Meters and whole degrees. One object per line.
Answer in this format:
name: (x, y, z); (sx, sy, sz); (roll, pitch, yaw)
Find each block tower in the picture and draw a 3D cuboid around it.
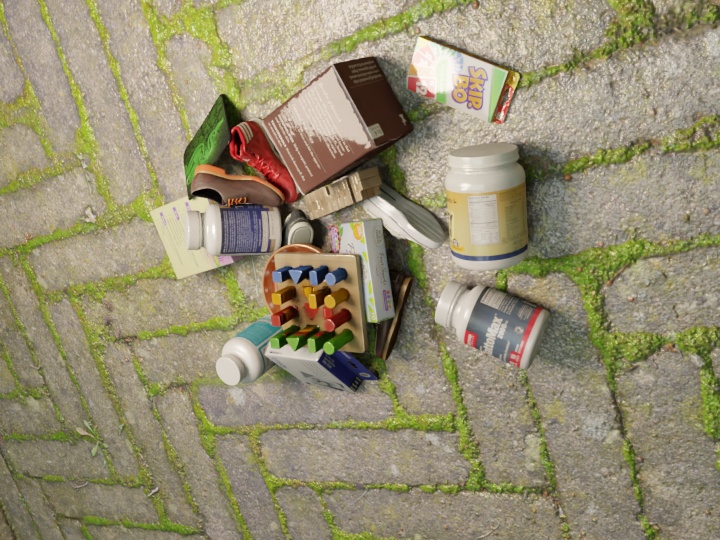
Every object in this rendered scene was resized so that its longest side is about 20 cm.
block tower: (-0.039, -0.152, 1.365); (0.199, 0.057, 0.055); (-16, 93, 53)

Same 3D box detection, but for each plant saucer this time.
plant saucer: (-0.119, 0.041, 1.440); (0.197, 0.032, 0.204); (7, 106, 24)

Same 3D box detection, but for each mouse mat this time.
mouse mat: (-0.344, -0.273, 1.497); (0.200, 0.007, 0.163); (-47, 44, 33)

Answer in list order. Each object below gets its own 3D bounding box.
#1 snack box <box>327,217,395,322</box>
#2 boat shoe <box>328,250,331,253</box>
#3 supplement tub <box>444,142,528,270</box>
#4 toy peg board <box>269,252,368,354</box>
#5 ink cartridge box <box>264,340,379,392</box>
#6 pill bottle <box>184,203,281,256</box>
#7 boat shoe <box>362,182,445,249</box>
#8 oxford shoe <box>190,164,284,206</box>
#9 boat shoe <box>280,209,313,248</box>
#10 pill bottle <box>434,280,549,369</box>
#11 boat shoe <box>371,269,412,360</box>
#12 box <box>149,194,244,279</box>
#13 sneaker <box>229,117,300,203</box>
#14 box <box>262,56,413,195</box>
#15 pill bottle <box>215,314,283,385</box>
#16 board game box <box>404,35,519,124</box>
snack box: (0.000, 0.000, 1.392); (0.141, 0.052, 0.204); (-2, 99, 56)
boat shoe: (-0.056, 0.056, 1.498); (0.073, 0.076, 0.203); (7, 108, -7)
supplement tub: (0.225, -0.116, 1.206); (0.142, 0.144, 0.203); (3, 111, 29)
toy peg board: (-0.100, 0.074, 1.360); (0.197, 0.098, 0.203); (2, 105, 28)
ink cartridge box: (-0.084, 0.220, 1.521); (0.197, 0.041, 0.200); (1, 152, 30)
pill bottle: (-0.277, -0.088, 1.462); (0.111, 0.197, 0.113); (178, 90, -69)
boat shoe: (0.085, -0.099, 1.349); (0.200, 0.073, 0.067); (44, 137, 23)
oxford shoe: (-0.261, -0.159, 1.430); (0.197, 0.073, 0.072); (13, 147, -2)
boat shoe: (-0.148, -0.049, 1.509); (0.201, 0.074, 0.061); (-64, 36, 42)
pill bottle: (0.249, 0.097, 1.297); (0.198, 0.119, 0.121); (22, 120, 21)
boat shoe: (0.056, 0.093, 1.440); (0.069, 0.070, 0.203); (18, 110, 14)
box: (-0.372, -0.095, 1.598); (0.198, 0.096, 0.178); (-14, 102, 35)
sneaker: (-0.215, -0.222, 1.440); (0.078, 0.115, 0.201); (-32, 92, 35)
box: (-0.043, -0.275, 1.285); (0.199, 0.166, 0.166); (-28, 94, 35)
pill bottle: (-0.249, 0.190, 1.579); (0.109, 0.200, 0.113); (12, 115, 26)
board game box: (0.180, -0.341, 1.214); (0.198, 0.030, 0.097); (26, 121, 16)
